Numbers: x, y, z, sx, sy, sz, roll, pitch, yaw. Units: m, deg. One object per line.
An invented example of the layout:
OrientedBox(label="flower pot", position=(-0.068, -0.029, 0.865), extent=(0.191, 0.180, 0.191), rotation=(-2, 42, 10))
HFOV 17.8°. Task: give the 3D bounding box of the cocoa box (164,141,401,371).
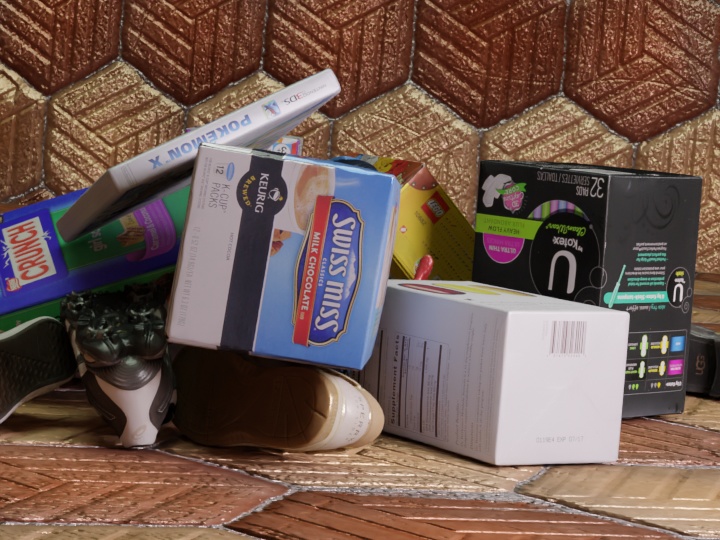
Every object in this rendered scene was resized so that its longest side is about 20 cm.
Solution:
OrientedBox(label="cocoa box", position=(-0.046, -0.010, 1.551), extent=(0.131, 0.133, 0.200), rotation=(10, 1, 2))

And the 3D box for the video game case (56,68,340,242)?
OrientedBox(label="video game case", position=(-0.122, -0.081, 1.685), extent=(0.182, 0.022, 0.200), rotation=(-27, -1, -20))

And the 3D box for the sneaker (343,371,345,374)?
OrientedBox(label="sneaker", position=(0.016, 0.081, 1.821), extent=(0.200, 0.074, 0.079), rotation=(4, 27, -31))

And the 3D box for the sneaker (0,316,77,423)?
OrientedBox(label="sneaker", position=(-0.277, 0.083, 1.566), extent=(0.085, 0.073, 0.200), rotation=(-22, -5, 27))

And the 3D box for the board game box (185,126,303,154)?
OrientedBox(label="board game box", position=(-0.114, -0.026, 2.091), extent=(0.105, 0.200, 0.103), rotation=(5, 5, 0))

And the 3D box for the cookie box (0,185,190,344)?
OrientedBox(label="cookie box", position=(-0.199, 0.000, 1.779), extent=(0.200, 0.075, 0.171), rotation=(-18, 29, -2))

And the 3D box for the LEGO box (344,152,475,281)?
OrientedBox(label="LEGO box", position=(0.055, -0.003, 2.058), extent=(0.200, 0.077, 0.149), rotation=(52, -16, -22))

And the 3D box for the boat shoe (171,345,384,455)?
OrientedBox(label="boat shoe", position=(-0.060, 0.093, 1.573), extent=(0.069, 0.074, 0.200), rotation=(17, -3, -37))

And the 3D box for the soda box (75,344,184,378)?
OrientedBox(label="soda box", position=(-0.177, 0.057, 1.839), extent=(0.200, 0.068, 0.063), rotation=(8, 7, 38))

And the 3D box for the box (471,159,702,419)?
OrientedBox(label="box", position=(0.182, 0.014, 1.898), extent=(0.124, 0.200, 0.148), rotation=(-2, 8, -43))

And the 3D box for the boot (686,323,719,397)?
OrientedBox(label="boot", position=(0.333, 0.082, 2.118), extent=(0.200, 0.069, 0.174), rotation=(17, 8, 34))

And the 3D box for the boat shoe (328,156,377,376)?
OrientedBox(label="boat shoe", position=(-0.030, 0.015, 1.687), extent=(0.084, 0.200, 0.069), rotation=(6, 4, -24))

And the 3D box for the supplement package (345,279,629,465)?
OrientedBox(label="supplement package", position=(0.087, 0.070, 1.682), extent=(0.114, 0.110, 0.200), rotation=(1, 6, -34))

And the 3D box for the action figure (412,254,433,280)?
OrientedBox(label="action figure", position=(0.000, 0.000, 1.781), extent=(0.200, 0.099, 0.065), rotation=(-11, 40, -42))

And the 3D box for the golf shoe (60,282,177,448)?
OrientedBox(label="golf shoe", position=(-0.167, 0.064, 1.604), extent=(0.078, 0.095, 0.200), rotation=(-8, 13, -2))
